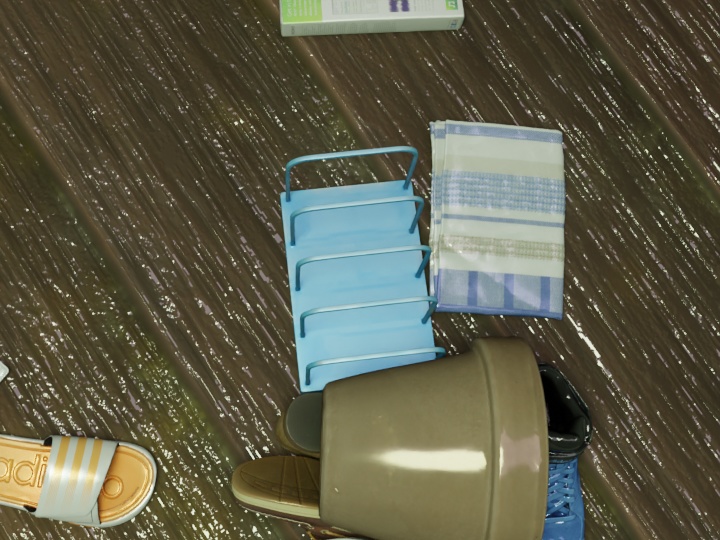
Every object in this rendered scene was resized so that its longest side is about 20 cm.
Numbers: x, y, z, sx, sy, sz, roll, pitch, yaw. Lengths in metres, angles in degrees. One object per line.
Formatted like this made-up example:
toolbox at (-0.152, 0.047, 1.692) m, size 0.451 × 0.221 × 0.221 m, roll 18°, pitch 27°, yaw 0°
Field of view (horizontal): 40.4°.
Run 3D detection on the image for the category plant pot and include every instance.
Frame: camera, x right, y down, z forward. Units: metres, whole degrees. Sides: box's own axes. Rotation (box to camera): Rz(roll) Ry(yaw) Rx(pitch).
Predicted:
plant pot at (0.051, 0.154, 0.820) m, size 0.170 × 0.200 × 0.205 m, roll 2°, pitch 77°, yaw -3°

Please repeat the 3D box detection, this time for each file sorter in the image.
file sorter at (0.000, 0.000, 0.925) m, size 0.136 × 0.123 × 0.205 m, roll -6°, pitch 76°, yaw -5°

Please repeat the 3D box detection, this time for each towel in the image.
towel at (0.139, -0.054, 1.002) m, size 0.143 × 0.024 × 0.205 m, roll 3°, pitch 79°, yaw -6°

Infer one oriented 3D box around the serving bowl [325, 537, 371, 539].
serving bowl at (0.001, 0.335, 0.867) m, size 0.196 × 0.066 × 0.205 m, roll -1°, pitch 86°, yaw 19°

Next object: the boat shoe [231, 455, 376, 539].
boat shoe at (-0.026, 0.225, 0.901) m, size 0.196 × 0.072 × 0.073 m, roll 10°, pitch 114°, yaw -16°

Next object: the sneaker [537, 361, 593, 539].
sneaker at (0.174, 0.185, 0.907) m, size 0.075 × 0.111 × 0.205 m, roll -5°, pitch 78°, yaw -5°

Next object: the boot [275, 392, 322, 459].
boot at (0.014, 0.157, 0.930) m, size 0.196 × 0.075 × 0.075 m, roll 12°, pitch 66°, yaw -17°

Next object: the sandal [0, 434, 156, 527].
sandal at (-0.292, 0.190, 0.897) m, size 0.202 × 0.059 × 0.081 m, roll 6°, pitch 77°, yaw -3°

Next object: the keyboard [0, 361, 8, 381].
keyboard at (-0.418, 0.155, 0.920) m, size 0.056 × 0.011 × 0.201 m, roll 38°, pitch 77°, yaw 4°

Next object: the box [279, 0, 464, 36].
box at (0.007, -0.327, 1.046) m, size 0.195 × 0.036 × 0.148 m, roll -3°, pitch 78°, yaw -6°
